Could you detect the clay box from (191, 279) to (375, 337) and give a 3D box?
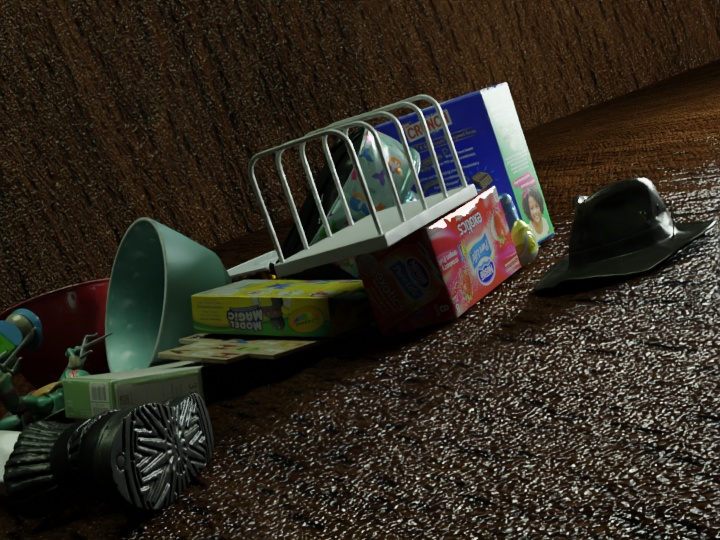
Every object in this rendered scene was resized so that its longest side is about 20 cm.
[{"bbox_3d":[-0.069,0.040,1.581,0.199,0.048,0.115,1,9,28],"label":"clay box"}]

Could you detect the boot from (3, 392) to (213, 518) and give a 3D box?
[{"bbox_3d":[-0.217,0.153,1.149,0.157,0.080,0.211,-11,-3,11],"label":"boot"}]

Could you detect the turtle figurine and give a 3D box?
[{"bbox_3d":[-0.356,0.140,1.593,0.199,0.101,0.149,-35,-17,20],"label":"turtle figurine"}]

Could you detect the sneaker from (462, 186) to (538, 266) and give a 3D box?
[{"bbox_3d":[0.115,-0.043,1.705,0.199,0.106,0.076,-13,8,38],"label":"sneaker"}]

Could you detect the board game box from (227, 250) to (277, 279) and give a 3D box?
[{"bbox_3d":[-0.154,-0.010,2.558,0.199,0.026,0.199,-13,9,45],"label":"board game box"}]

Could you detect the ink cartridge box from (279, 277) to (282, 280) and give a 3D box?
[{"bbox_3d":[0.000,0.000,1.933,0.199,0.051,0.109,-11,10,44],"label":"ink cartridge box"}]

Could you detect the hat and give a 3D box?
[{"bbox_3d":[0.254,-0.048,1.451,0.199,0.081,0.201,-18,8,3],"label":"hat"}]

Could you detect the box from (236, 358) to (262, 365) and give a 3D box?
[{"bbox_3d":[-0.096,0.071,1.741,0.163,0.021,0.200,-22,7,-21],"label":"box"}]

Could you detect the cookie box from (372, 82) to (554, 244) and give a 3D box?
[{"bbox_3d":[0.128,-0.112,1.818,0.170,0.201,0.075,-14,8,35],"label":"cookie box"}]

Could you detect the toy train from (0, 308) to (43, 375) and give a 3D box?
[{"bbox_3d":[-0.452,0.135,1.735,0.200,0.085,0.116,-55,-6,37],"label":"toy train"}]

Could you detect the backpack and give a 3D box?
[{"bbox_3d":[-0.001,-0.064,1.707,0.150,0.201,0.177,22,-6,-10],"label":"backpack"}]

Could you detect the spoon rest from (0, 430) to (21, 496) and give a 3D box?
[{"bbox_3d":[-0.320,0.178,1.345,0.199,0.061,0.099,-14,9,46],"label":"spoon rest"}]

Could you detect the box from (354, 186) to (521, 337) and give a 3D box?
[{"bbox_3d":[0.086,-0.012,1.556,0.095,0.100,0.200,-15,8,30],"label":"box"}]

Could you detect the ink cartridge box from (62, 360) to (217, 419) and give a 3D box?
[{"bbox_3d":[-0.195,0.120,1.531,0.199,0.048,0.145,-6,-1,-31],"label":"ink cartridge box"}]

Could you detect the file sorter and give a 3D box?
[{"bbox_3d":[0.001,-0.093,1.492,0.138,0.125,0.200,-14,9,34],"label":"file sorter"}]

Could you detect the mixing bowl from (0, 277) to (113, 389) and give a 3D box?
[{"bbox_3d":[-0.353,0.092,1.826,0.199,0.109,0.200,-18,-11,-4],"label":"mixing bowl"}]

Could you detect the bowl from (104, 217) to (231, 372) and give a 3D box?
[{"bbox_3d":[-0.216,0.045,1.695,0.104,0.203,0.200,8,-7,-27],"label":"bowl"}]

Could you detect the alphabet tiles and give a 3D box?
[{"bbox_3d":[-0.113,0.074,1.559,0.166,0.008,0.199,2,10,37],"label":"alphabet tiles"}]
